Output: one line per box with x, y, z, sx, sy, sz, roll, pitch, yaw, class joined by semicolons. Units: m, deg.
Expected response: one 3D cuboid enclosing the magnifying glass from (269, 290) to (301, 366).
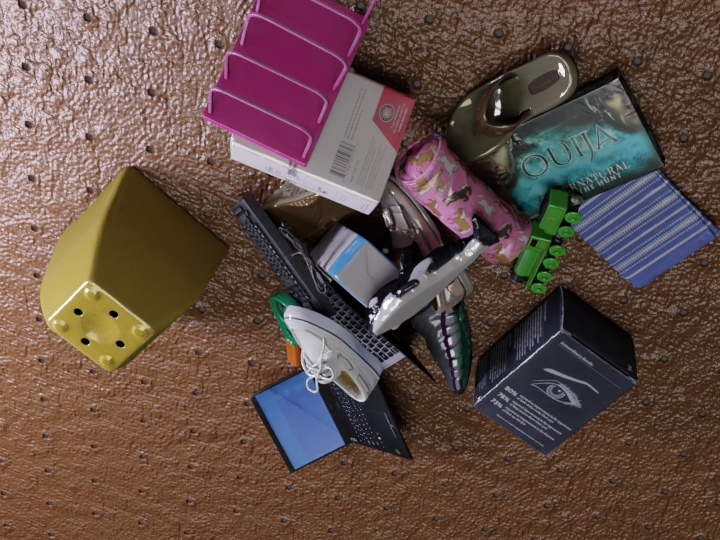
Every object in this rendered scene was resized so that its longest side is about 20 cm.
-0.099;0.092;1.573;0.080;0.022;0.201;43;158;19;magnifying glass

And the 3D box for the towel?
0.364;-0.074;1.428;0.199;0.024;0.144;41;124;-16;towel

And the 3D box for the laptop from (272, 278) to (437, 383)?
-0.013;0.111;1.555;0.187;0.117;0.199;41;127;-20;laptop

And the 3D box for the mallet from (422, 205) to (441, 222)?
0.177;-0.068;1.455;0.198;0.041;0.066;25;125;-13;mallet

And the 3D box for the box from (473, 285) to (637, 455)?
0.280;0.147;1.548;0.147;0.105;0.200;35;124;-15;box

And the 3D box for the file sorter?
-0.080;-0.252;1.237;0.137;0.203;0.125;24;169;-5;file sorter

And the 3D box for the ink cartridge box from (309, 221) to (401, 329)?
0.000;0.000;1.472;0.116;0.200;0.067;41;88;-20;ink cartridge box

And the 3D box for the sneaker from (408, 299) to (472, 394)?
0.112;0.087;1.564;0.086;0.075;0.203;1;116;22;sneaker

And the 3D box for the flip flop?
0.180;-0.201;1.317;0.199;0.057;0.082;-28;90;37;flip flop

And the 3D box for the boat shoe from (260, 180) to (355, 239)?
-0.066;-0.099;1.461;0.198;0.063;0.073;-18;135;29;boat shoe

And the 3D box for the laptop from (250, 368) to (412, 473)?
-0.045;0.244;1.670;0.198;0.103;0.179;9;135;42;laptop

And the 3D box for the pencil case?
0.134;-0.089;1.360;0.199;0.087;0.082;39;165;-28;pencil case

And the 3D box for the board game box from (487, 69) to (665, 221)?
0.269;-0.153;1.364;0.198;0.028;0.136;-23;114;29;board game box

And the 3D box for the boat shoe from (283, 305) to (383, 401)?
-0.047;0.128;1.478;0.074;0.087;0.202;6;153;39;boat shoe

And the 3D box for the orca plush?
0.075;-0.007;1.347;0.200;0.105;0.072;-46;66;24;orca plush

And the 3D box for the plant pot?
-0.335;0.020;1.503;0.194;0.201;0.195;40;122;-19;plant pot

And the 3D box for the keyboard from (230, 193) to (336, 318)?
-0.100;-0.015;1.448;0.201;0.021;0.127;53;151;-6;keyboard

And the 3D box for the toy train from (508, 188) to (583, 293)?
0.246;-0.036;1.430;0.055;0.042;0.201;13;144;-1;toy train

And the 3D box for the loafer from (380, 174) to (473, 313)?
0.076;-0.034;1.444;0.063;0.072;0.201;-39;100;-15;loafer

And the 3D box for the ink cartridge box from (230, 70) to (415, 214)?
-0.049;-0.179;1.338;0.197;0.149;0.083;22;170;-6;ink cartridge box
